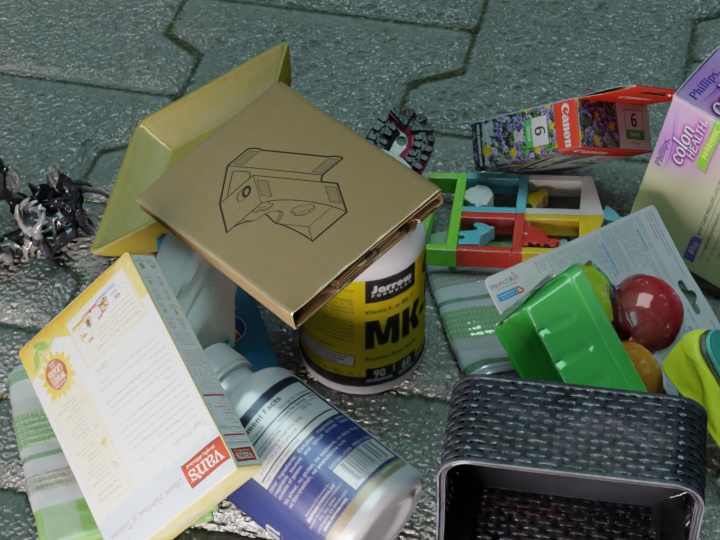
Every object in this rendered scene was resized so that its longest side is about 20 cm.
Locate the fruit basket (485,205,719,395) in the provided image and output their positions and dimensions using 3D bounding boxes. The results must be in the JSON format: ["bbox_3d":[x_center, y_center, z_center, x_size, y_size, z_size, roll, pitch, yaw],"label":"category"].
[{"bbox_3d":[0.220,0.057,1.448,0.200,0.094,0.186,-22,80,-36],"label":"fruit basket"}]

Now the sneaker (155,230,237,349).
[{"bbox_3d":[-0.146,0.062,1.399,0.075,0.088,0.200,21,84,48],"label":"sneaker"}]

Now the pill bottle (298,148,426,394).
[{"bbox_3d":[0.000,0.000,1.452,0.114,0.200,0.114,-1,43,1],"label":"pill bottle"}]

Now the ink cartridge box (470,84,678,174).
[{"bbox_3d":[0.212,-0.130,1.591,0.109,0.051,0.200,0,-6,-43],"label":"ink cartridge box"}]

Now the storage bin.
[{"bbox_3d":[0.163,0.166,1.317,0.199,0.135,0.094,6,44,8],"label":"storage bin"}]

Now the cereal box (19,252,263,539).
[{"bbox_3d":[-0.175,0.107,1.319,0.039,0.144,0.200,5,51,-57],"label":"cereal box"}]

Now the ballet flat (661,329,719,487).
[{"bbox_3d":[0.309,0.142,1.376,0.067,0.067,0.200,-21,79,-53],"label":"ballet flat"}]

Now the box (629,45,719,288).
[{"bbox_3d":[0.361,-0.069,1.514,0.200,0.176,0.097,32,52,17],"label":"box"}]

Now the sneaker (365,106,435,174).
[{"bbox_3d":[0.011,-0.055,1.596,0.081,0.075,0.200,30,70,6],"label":"sneaker"}]

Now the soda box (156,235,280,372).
[{"bbox_3d":[-0.125,0.049,1.502,0.068,0.064,0.200,-14,45,-11],"label":"soda box"}]

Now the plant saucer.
[{"bbox_3d":[-0.147,-0.103,1.599,0.200,0.048,0.200,-24,35,29],"label":"plant saucer"}]

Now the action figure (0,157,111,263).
[{"bbox_3d":[-0.328,-0.050,1.588,0.200,0.102,0.119,-36,52,-27],"label":"action figure"}]

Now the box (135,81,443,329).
[{"bbox_3d":[-0.059,-0.057,1.358,0.163,0.021,0.200,-40,54,-19],"label":"box"}]

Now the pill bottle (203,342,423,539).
[{"bbox_3d":[-0.058,0.147,1.337,0.200,0.111,0.111,36,54,19],"label":"pill bottle"}]

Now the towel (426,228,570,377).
[{"bbox_3d":[0.143,0.023,1.550,0.149,0.031,0.200,-9,43,-9],"label":"towel"}]

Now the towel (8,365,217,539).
[{"bbox_3d":[-0.210,0.145,1.423,0.149,0.031,0.200,-13,47,-9],"label":"towel"}]

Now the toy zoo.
[{"bbox_3d":[0.148,-0.047,1.597,0.199,0.021,0.131,2,37,9],"label":"toy zoo"}]
